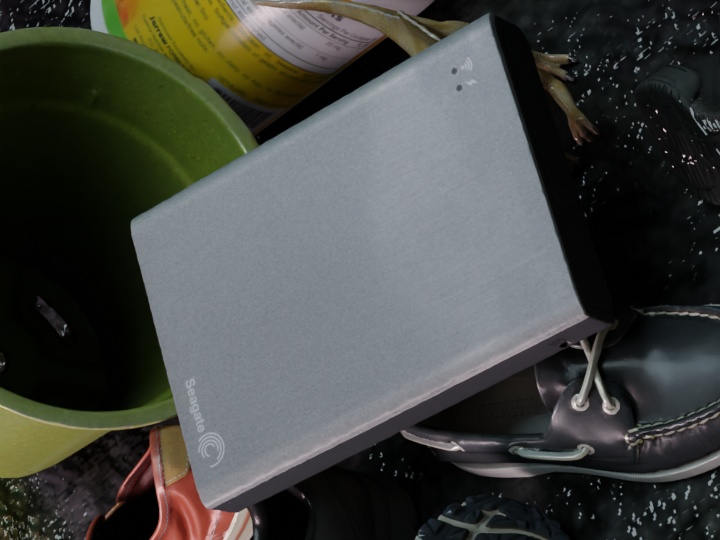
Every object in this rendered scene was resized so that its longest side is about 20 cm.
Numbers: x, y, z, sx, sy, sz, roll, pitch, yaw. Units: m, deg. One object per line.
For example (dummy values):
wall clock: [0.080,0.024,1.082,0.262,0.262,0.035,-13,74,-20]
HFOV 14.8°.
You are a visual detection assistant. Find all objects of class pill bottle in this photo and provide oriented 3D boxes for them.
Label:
pill bottle: [-0.027,-0.152,1.337,0.200,0.111,0.111,-34,49,32]

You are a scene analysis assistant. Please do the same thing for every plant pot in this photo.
plant pot: [-0.159,0.013,1.339,0.190,0.199,0.201,133,143,-59]

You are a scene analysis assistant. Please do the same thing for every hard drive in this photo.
hard drive: [0.000,0.000,1.162,0.200,0.033,0.140,-29,65,27]

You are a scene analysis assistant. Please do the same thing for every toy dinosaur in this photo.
toy dinosaur: [0.045,-0.094,1.236,0.200,0.101,0.058,34,94,46]

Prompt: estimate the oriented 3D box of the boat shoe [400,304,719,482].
boat shoe: [0.091,0.049,1.151,0.200,0.060,0.076,-17,59,41]

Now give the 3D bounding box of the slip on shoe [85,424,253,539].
slip on shoe: [-0.104,0.138,1.293,0.074,0.061,0.200,-99,30,-41]

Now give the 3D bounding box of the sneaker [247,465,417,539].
sneaker: [-0.023,0.172,1.192,0.076,0.091,0.201,-26,55,32]

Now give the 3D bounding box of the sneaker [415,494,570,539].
sneaker: [0.035,0.186,1.133,0.086,0.077,0.201,105,-178,-57]

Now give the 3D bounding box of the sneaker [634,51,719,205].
sneaker: [0.189,-0.074,1.104,0.104,0.060,0.200,-30,10,-10]
